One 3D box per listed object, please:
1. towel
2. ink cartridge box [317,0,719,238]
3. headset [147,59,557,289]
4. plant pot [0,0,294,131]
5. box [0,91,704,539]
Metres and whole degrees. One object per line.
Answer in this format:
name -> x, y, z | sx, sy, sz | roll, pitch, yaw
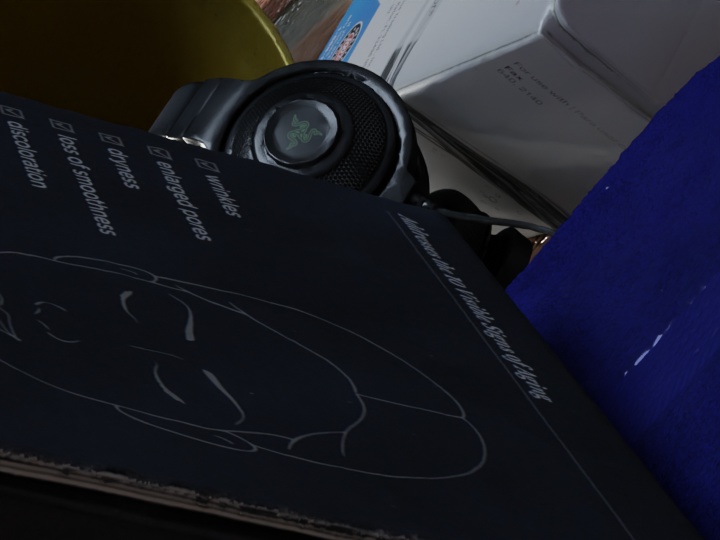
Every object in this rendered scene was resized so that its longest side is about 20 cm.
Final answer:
towel -> 0.091, 0.024, 0.550 | 0.148, 0.049, 0.200 | -48, 19, 7
ink cartridge box -> 0.071, -0.093, 0.779 | 0.147, 0.086, 0.200 | -60, 19, -19
headset -> 0.000, 0.000, 0.739 | 0.199, 0.124, 0.094 | 7, 58, 51
plant pot -> -0.146, -0.062, 1.147 | 0.142, 0.199, 0.201 | -55, 12, 39
box -> -0.057, 0.053, 0.478 | 0.200, 0.195, 0.125 | -124, 51, -62
